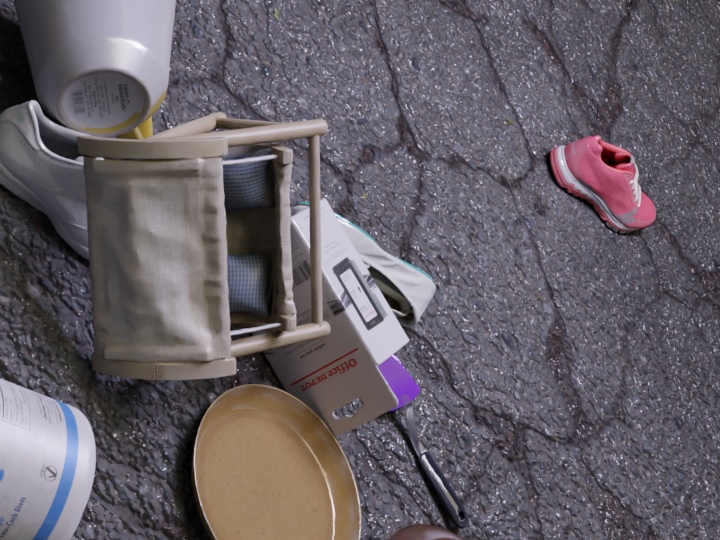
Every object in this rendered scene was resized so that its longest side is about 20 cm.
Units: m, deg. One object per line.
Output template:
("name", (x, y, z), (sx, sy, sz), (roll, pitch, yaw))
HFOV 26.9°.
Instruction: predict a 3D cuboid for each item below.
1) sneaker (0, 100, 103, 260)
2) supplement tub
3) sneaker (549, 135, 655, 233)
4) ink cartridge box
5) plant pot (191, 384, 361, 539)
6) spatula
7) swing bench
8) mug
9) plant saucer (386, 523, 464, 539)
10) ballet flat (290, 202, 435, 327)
("sneaker", (-0.234, -0.073, 1.313), (0.199, 0.088, 0.076), (37, 41, -28))
("supplement tub", (-0.301, 0.129, 1.065), (0.199, 0.131, 0.133), (26, 48, -35))
("sneaker", (0.343, -0.115, 2.008), (0.199, 0.086, 0.074), (29, 47, -34))
("ink cartridge box", (-0.037, 0.050, 1.435), (0.068, 0.116, 0.201), (-32, 92, -53))
("plant pot", (-0.079, 0.201, 1.357), (0.199, 0.027, 0.202), (28, 47, -34))
("spatula", (0.060, 0.173, 1.539), (0.056, 0.020, 0.201), (-27, 89, -41))
("swing bench", (-0.132, -0.024, 1.301), (0.199, 0.129, 0.201), (-20, 113, -54))
("mug", (-0.219, -0.194, 1.344), (0.186, 0.149, 0.154), (29, 36, -40))
("plant saucer", (0.090, 0.339, 1.457), (0.199, 0.032, 0.202), (28, 48, -36))
("ballet flat", (0.000, 0.000, 1.562), (0.199, 0.069, 0.070), (32, 45, -33))
